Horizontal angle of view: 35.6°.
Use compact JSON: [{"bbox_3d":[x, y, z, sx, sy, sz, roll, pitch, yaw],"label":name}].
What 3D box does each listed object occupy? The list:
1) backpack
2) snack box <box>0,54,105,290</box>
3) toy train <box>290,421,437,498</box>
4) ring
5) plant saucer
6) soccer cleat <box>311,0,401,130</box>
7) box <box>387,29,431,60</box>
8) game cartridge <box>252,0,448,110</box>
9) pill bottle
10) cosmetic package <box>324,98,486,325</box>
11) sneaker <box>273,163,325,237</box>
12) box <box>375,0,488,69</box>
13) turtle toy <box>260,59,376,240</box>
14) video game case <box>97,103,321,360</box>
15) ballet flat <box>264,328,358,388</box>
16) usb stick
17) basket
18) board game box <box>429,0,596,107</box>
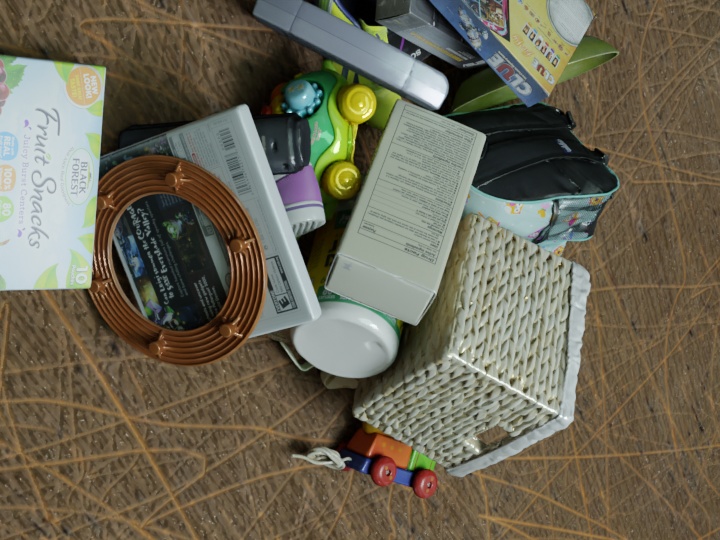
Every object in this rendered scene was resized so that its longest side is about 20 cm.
[{"bbox_3d":[0.161,-0.096,1.273,0.198,0.177,0.154,-4,139,-34],"label":"backpack"},{"bbox_3d":[-0.304,-0.086,0.987,0.141,0.053,0.202,-1,101,-39],"label":"snack box"},{"bbox_3d":[0.016,0.181,1.286,0.199,0.084,0.117,25,81,-39],"label":"toy train"},{"bbox_3d":[-0.177,-0.005,1.025,0.019,0.198,0.203,-35,125,-62],"label":"ring"},{"bbox_3d":[0.192,-0.224,1.267,0.199,0.199,0.031,-20,91,-33],"label":"plant saucer"},{"bbox_3d":[0.005,-0.234,1.177,0.065,0.083,0.202,-37,121,-26],"label":"soccer cleat"},{"bbox_3d":[0.047,-0.332,1.219,0.143,0.036,0.201,-39,122,-25],"label":"box"},{"bbox_3d":[-0.008,-0.214,1.086,0.198,0.133,0.041,26,100,-5],"label":"game cartridge"},{"bbox_3d":[0.000,0.000,1.172,0.113,0.112,0.201,47,42,-35],"label":"pill bottle"},{"bbox_3d":[0.045,-0.059,1.099,0.104,0.071,0.201,23,58,-1],"label":"cosmetic package"},{"bbox_3d":[-0.128,-0.069,1.080,0.072,0.199,0.116,2,69,-64],"label":"sneaker"},{"bbox_3d":[0.090,-0.333,1.177,0.158,0.048,0.202,14,78,-48],"label":"box"},{"bbox_3d":[-0.059,-0.115,1.132,0.100,0.146,0.202,11,93,-16],"label":"turtle toy"},{"bbox_3d":[-0.146,-0.030,1.028,0.023,0.180,0.202,-37,110,-61],"label":"video game case"},{"bbox_3d":[-0.034,0.090,1.245,0.200,0.068,0.067,37,96,-32],"label":"ballet flat"},{"bbox_3d":[-0.137,-0.112,1.030,0.033,0.198,0.056,-3,92,-65],"label":"usb stick"},{"bbox_3d":[0.116,0.077,1.187,0.160,0.198,0.201,30,51,-19],"label":"basket"},{"bbox_3d":[0.139,-0.282,1.122,0.200,0.034,0.136,44,57,-17],"label":"board game box"}]
